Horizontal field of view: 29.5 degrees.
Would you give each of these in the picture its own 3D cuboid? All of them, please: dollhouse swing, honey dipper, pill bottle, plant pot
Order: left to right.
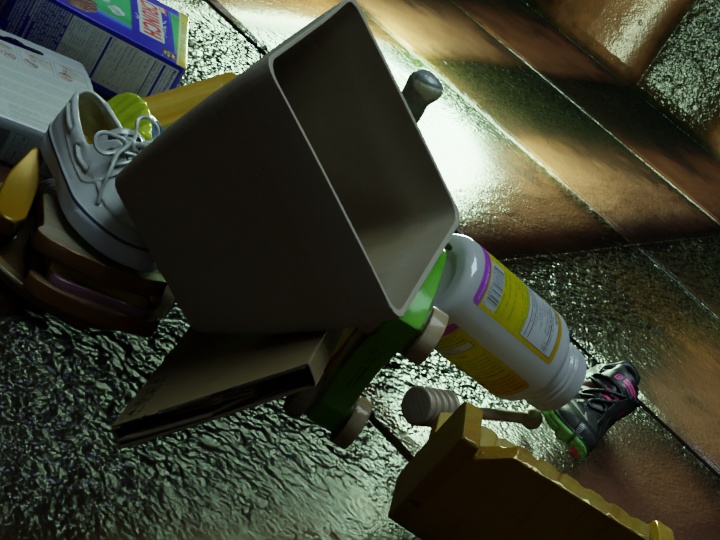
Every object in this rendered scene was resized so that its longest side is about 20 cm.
[{"bbox_3d":[-0.062,-0.061,1.036,0.201,0.176,0.200,62,26,-14],"label":"plant pot"},{"bbox_3d":[0.116,0.138,1.310,0.199,0.038,0.038,13,30,-47],"label":"honey dipper"},{"bbox_3d":[0.131,0.058,1.318,0.200,0.104,0.104,39,17,-32],"label":"pill bottle"},{"bbox_3d":[0.152,0.171,1.137,0.199,0.182,0.176,32,43,-4],"label":"dollhouse swing"}]

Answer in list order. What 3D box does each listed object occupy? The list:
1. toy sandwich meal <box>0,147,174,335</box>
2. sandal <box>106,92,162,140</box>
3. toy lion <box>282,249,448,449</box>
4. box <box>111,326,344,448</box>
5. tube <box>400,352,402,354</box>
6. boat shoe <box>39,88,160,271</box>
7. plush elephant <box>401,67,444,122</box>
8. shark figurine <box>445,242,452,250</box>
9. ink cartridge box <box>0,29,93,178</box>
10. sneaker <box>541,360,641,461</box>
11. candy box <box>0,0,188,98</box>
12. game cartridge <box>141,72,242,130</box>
[{"bbox_3d":[-0.227,-0.026,1.116,0.204,0.070,0.205,29,23,-14],"label":"toy sandwich meal"},{"bbox_3d":[-0.187,-0.081,1.196,0.200,0.079,0.087,53,-3,42],"label":"sandal"},{"bbox_3d":[0.013,0.040,1.165,0.068,0.200,0.192,31,41,-8],"label":"toy lion"},{"bbox_3d":[-0.085,0.061,1.042,0.200,0.163,0.021,-60,129,-67],"label":"box"},{"bbox_3d":[0.000,0.000,1.316,0.200,0.058,0.052,47,41,-22],"label":"tube"},{"bbox_3d":[-0.193,-0.085,1.087,0.074,0.086,0.202,17,25,-36],"label":"boat shoe"},{"bbox_3d":[-0.029,-0.166,1.577,0.165,0.201,0.155,41,47,20],"label":"plush elephant"},{"bbox_3d":[0.003,-0.067,1.240,0.128,0.089,0.215,40,-19,50],"label":"shark figurine"},{"bbox_3d":[-0.328,-0.164,1.291,0.159,0.047,0.200,20,25,-31],"label":"ink cartridge box"},{"bbox_3d":[0.243,0.133,1.416,0.077,0.084,0.200,51,24,2],"label":"sneaker"},{"bbox_3d":[-0.291,-0.268,1.499,0.199,0.077,0.169,27,23,-20],"label":"candy box"},{"bbox_3d":[-0.154,-0.116,1.312,0.175,0.033,0.200,-20,45,-16],"label":"game cartridge"}]
